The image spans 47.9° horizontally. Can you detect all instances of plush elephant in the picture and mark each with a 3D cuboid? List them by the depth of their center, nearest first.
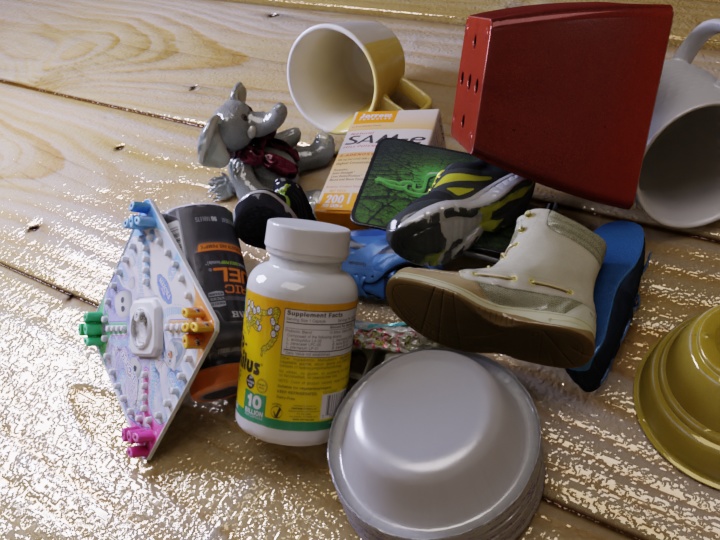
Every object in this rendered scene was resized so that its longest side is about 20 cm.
[{"bbox_3d":[-0.138,-0.169,1.093,0.195,0.157,0.167,-3,45,16],"label":"plush elephant"}]

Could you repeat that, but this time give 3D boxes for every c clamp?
[{"bbox_3d":[0.157,-0.071,0.953,0.196,0.027,0.172,21,45,14],"label":"c clamp"}]

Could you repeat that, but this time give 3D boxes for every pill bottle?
[{"bbox_3d":[-0.061,0.056,0.796,0.110,0.205,0.113,7,9,-1],"label":"pill bottle"},{"bbox_3d":[-0.171,0.038,0.896,0.104,0.106,0.204,-16,73,2],"label":"pill bottle"}]

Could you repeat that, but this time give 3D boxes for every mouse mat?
[{"bbox_3d":[0.098,-0.091,0.952,0.195,0.008,0.163,12,48,8],"label":"mouse mat"}]

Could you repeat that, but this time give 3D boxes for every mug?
[{"bbox_3d":[0.361,-0.179,0.907,0.144,0.203,0.177,14,33,-15],"label":"mug"},{"bbox_3d":[0.002,-0.278,1.184,0.148,0.189,0.153,-24,11,36],"label":"mug"}]

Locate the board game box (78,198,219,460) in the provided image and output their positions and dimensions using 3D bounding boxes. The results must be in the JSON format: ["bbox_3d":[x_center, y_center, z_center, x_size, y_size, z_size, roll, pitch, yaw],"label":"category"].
[{"bbox_3d":[-0.236,0.061,0.867,0.026,0.202,0.201,3,39,-44],"label":"board game box"}]

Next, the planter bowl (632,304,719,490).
[{"bbox_3d":[0.345,0.089,0.720,0.196,0.084,0.203,-10,44,9],"label":"planter bowl"}]

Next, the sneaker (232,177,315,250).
[{"bbox_3d":[-0.101,-0.072,0.959,0.070,0.200,0.085,-14,75,10],"label":"sneaker"}]

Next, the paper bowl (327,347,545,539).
[{"bbox_3d":[0.066,0.155,0.737,0.196,0.106,0.203,-10,43,9],"label":"paper bowl"}]

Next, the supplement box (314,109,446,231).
[{"bbox_3d":[0.031,-0.119,1.045,0.123,0.074,0.202,1,47,19],"label":"supplement box"}]

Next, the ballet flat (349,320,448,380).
[{"bbox_3d":[0.019,0.086,0.861,0.196,0.075,0.065,1,75,27],"label":"ballet flat"}]

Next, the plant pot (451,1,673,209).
[{"bbox_3d":[0.200,-0.196,0.890,0.172,0.205,0.200,4,18,-5],"label":"plant pot"}]

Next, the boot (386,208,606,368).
[{"bbox_3d":[0.135,0.003,0.784,0.196,0.073,0.156,13,47,13],"label":"boot"}]

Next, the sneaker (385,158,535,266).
[{"bbox_3d":[0.099,-0.069,0.888,0.197,0.076,0.084,-21,45,-31],"label":"sneaker"}]

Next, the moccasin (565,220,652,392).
[{"bbox_3d":[0.241,0.033,0.827,0.079,0.069,0.201,8,48,36],"label":"moccasin"}]

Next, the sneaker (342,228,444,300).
[{"bbox_3d":[0.000,0.000,0.944,0.195,0.067,0.080,-10,47,9],"label":"sneaker"}]
